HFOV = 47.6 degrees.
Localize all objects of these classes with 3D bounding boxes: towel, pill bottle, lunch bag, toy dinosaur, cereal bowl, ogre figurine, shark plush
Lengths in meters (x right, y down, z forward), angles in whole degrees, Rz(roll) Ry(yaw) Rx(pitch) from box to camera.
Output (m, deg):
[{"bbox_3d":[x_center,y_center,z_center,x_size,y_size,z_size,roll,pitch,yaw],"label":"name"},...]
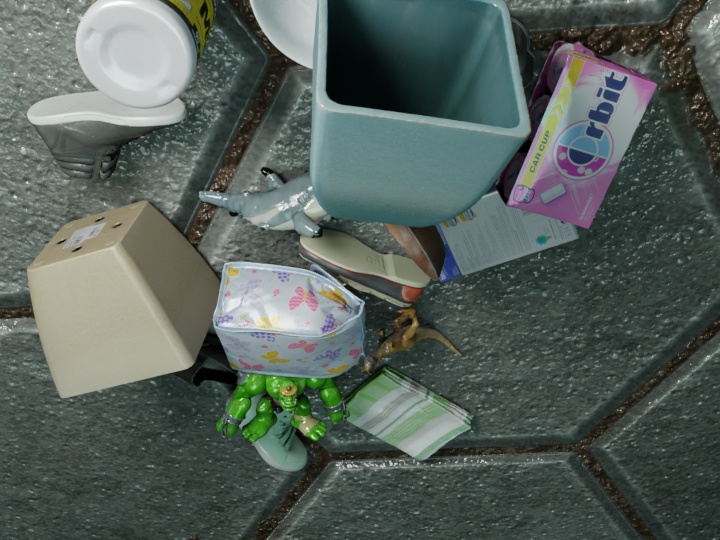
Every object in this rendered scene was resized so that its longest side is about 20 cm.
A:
[{"bbox_3d":[0.072,0.250,1.383,0.199,0.031,0.149,31,124,-23],"label":"towel"},{"bbox_3d":[-0.209,-0.263,0.836,0.114,0.201,0.115,1,131,1],"label":"pill bottle"},{"bbox_3d":[-0.090,0.072,1.147,0.199,0.128,0.170,6,154,5],"label":"lunch bag"},{"bbox_3d":[0.071,0.097,1.227,0.199,0.060,0.107,-15,122,-36],"label":"toy dinosaur"},{"bbox_3d":[-0.017,-0.316,0.864,0.199,0.084,0.201,0,131,0],"label":"cereal bowl"},{"bbox_3d":[-0.118,0.193,1.242,0.199,0.098,0.121,4,119,5],"label":"ogre figurine"},{"bbox_3d":[-0.112,-0.102,1.088,0.199,0.091,0.084,6,114,23],"label":"shark plush"}]

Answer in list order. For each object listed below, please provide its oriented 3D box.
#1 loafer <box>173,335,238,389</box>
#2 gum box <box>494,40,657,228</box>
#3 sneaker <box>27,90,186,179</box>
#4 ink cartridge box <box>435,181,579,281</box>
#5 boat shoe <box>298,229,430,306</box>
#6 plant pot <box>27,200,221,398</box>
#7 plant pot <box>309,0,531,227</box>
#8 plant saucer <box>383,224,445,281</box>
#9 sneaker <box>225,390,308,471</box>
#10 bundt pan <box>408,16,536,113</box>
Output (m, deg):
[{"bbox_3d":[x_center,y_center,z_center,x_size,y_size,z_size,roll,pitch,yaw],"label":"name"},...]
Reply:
[{"bbox_3d":[-0.262,0.138,1.264,0.199,0.072,0.073,7,130,-5],"label":"loafer"},{"bbox_3d":[0.255,-0.164,0.977,0.113,0.066,0.201,14,115,-12],"label":"gum box"},{"bbox_3d":[-0.300,-0.166,1.010,0.199,0.071,0.100,-2,133,10],"label":"sneaker"},{"bbox_3d":[0.181,-0.065,1.105,0.199,0.042,0.120,-20,126,14],"label":"ink cartridge box"},{"bbox_3d":[0.000,0.000,1.148,0.199,0.071,0.063,18,132,-19],"label":"boat shoe"},{"bbox_3d":[-0.325,0.024,1.100,0.199,0.200,0.178,-13,118,12],"label":"plant pot"},{"bbox_3d":[0.037,-0.151,0.836,0.195,0.197,0.200,6,144,-10],"label":"plant pot"},{"bbox_3d":[0.046,-0.076,1.013,0.034,0.200,0.201,-36,125,-2],"label":"plant saucer"},{"bbox_3d":[-0.121,0.262,1.363,0.118,0.074,0.201,-22,125,26],"label":"sneaker"},{"bbox_3d":[0.111,-0.214,0.956,0.201,0.076,0.203,0,130,0],"label":"bundt pan"}]
